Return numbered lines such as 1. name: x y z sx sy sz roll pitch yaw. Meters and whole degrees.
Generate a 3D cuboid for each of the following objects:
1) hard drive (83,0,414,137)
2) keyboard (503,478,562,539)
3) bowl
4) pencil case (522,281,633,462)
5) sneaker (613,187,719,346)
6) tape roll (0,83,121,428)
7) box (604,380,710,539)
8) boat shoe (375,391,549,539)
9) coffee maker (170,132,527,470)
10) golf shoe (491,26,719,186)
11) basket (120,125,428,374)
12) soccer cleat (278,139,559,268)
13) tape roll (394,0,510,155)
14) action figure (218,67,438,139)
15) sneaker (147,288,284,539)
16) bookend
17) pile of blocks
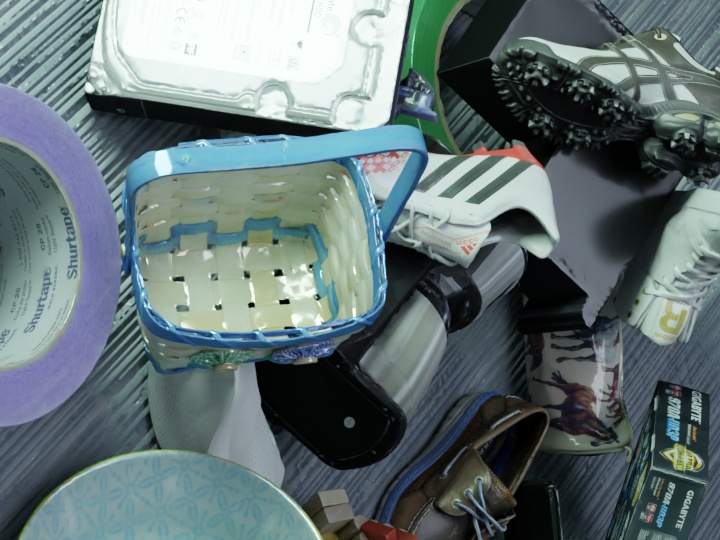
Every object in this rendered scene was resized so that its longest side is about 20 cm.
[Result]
1. hard drive: -0.068 -0.158 1.484 0.038 0.198 0.141 86 14 -73
2. keyboard: 0.140 0.255 1.716 0.039 0.104 0.202 -2 86 -27
3. bowl: -0.119 0.221 1.419 0.200 0.199 0.108 -53 166 -37
4. pencil case: 0.170 0.048 1.785 0.078 0.089 0.202 11 76 -69
5. sneaker: 0.248 0.002 1.679 0.073 0.200 0.117 17 86 -15
6. tape roll: -0.240 -0.007 1.345 0.199 0.085 0.202 7 81 -48
7. box: 0.212 0.204 1.731 0.159 0.046 0.201 -65 172 -68
8. boat shoe: 0.074 0.163 1.678 0.072 0.072 0.201 53 51 -30
9. coffee maker: 0.000 0.000 1.571 0.193 0.134 0.200 58 48 -24
10. golf shoe: 0.179 -0.132 1.625 0.199 0.078 0.095 21 56 -25
11. basket: -0.058 -0.021 1.379 0.175 0.201 0.140 -6 59 -13
12. soccer cleat: 0.041 -0.040 1.509 0.198 0.069 0.086 -2 54 -27
13. tape roll: 0.088 -0.135 1.746 0.200 0.048 0.202 7 80 -46
14. action figure: -0.030 -0.143 1.560 0.105 0.199 0.195 88 25 -67
15. sneaker: -0.085 0.108 1.520 0.088 0.075 0.202 -14 105 -53
16. bookend: 0.125 -0.093 1.676 0.198 0.092 0.201 41 68 -20
17. pile of blocks: 0.028 0.214 1.573 0.199 0.062 0.083 27 48 -17
